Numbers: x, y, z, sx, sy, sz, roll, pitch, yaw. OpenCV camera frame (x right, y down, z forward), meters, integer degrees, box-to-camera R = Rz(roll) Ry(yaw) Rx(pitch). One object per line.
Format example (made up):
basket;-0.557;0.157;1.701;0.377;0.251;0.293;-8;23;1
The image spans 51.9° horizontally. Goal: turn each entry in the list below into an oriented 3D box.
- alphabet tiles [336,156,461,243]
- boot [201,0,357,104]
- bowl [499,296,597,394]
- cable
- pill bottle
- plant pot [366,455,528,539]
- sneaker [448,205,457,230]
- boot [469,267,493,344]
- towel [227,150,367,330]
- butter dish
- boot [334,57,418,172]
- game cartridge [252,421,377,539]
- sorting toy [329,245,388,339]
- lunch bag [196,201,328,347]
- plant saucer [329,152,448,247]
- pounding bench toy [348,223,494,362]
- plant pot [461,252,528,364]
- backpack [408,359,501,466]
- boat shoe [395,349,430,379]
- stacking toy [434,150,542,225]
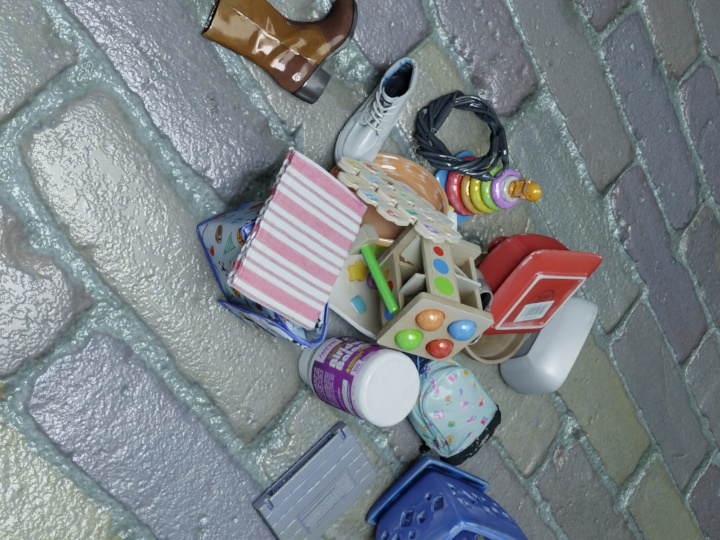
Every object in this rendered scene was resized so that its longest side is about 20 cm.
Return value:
alphabet tiles;0.057;-0.104;1.080;0.195;0.200;0.015;-3;130;-57
boot;-0.116;-0.376;1.103;0.200;0.068;0.189;30;85;-27
bowl;0.346;0.133;1.412;0.075;0.200;0.200;34;74;-7
cable;0.172;-0.234;1.276;0.162;0.051;0.201;3;55;-3
pill bottle;-0.011;0.162;1.140;0.112;0.200;0.113;-5;98;-36
plant pot;0.139;0.444;1.268;0.200;0.180;0.200;31;109;-33
sneaker;0.115;-0.018;1.301;0.084;0.074;0.201;3;94;-16
boot;0.146;0.081;1.210;0.070;0.146;0.201;4;111;-25
towel;-0.079;-0.038;0.972;0.146;0.030;0.201;34;73;-36
butter dish;0.267;0.003;1.252;0.199;0.148;0.200;1;134;-39
boot;0.025;-0.250;1.172;0.073;0.096;0.200;29;71;-2
game cartridge;-0.070;0.364;1.226;0.200;0.038;0.130;-40;120;-26
sorting toy;0.000;0.000;1.199;0.180;0.107;0.201;23;81;-28
lunch bag;-0.132;0.011;1.053;0.124;0.170;0.201;-28;110;-27
plant saucer;0.041;-0.109;1.181;0.200;0.200;0.038;-25;151;-31
pounding bench toy;0.070;0.031;1.072;0.199;0.124;0.156;18;47;-25
plant pot;0.221;0.065;1.363;0.200;0.093;0.202;-4;97;-35
backpack;0.155;0.232;1.315;0.167;0.126;0.200;-46;116;-19
boat shoe;0.071;0.163;1.211;0.084;0.200;0.069;-15;75;-52
stacking toy;0.235;-0.142;1.281;0.110;0.200;0.116;-38;117;-26
